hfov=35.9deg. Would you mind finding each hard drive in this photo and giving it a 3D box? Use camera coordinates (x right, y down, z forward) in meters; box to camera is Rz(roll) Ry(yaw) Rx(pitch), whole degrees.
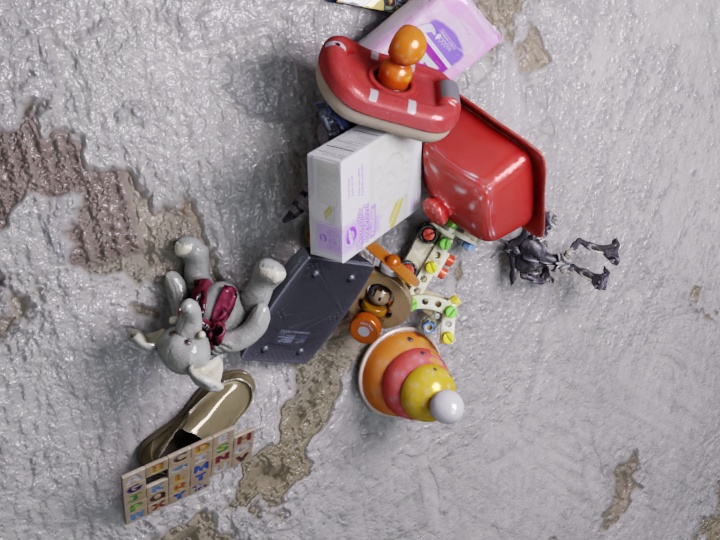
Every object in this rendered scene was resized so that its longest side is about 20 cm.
[{"bbox_3d":[-0.081,0.049,1.562,0.134,0.042,0.200,7,129,-41],"label":"hard drive"}]

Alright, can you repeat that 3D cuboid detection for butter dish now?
[{"bbox_3d":[0.150,-0.120,1.558,0.148,0.200,0.200,-38,149,-18],"label":"butter dish"}]

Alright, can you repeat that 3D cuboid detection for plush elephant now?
[{"bbox_3d":[-0.214,0.072,1.477,0.164,0.155,0.201,22,116,13],"label":"plush elephant"}]

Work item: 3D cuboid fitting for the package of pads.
[{"bbox_3d":[0.084,-0.310,1.546,0.200,0.076,0.121,-38,120,11],"label":"package of pads"}]

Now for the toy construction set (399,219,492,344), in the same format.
[{"bbox_3d":[0.126,-0.001,1.678,0.131,0.092,0.201,29,82,-6],"label":"toy construction set"}]

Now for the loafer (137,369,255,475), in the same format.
[{"bbox_3d":[-0.224,0.224,1.576,0.200,0.067,0.076,-43,120,-9],"label":"loafer"}]

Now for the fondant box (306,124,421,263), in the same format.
[{"bbox_3d":[0.009,-0.118,1.486,0.200,0.058,0.145,-36,134,-46],"label":"fondant box"}]

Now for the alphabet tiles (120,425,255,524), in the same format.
[{"bbox_3d":[-0.240,0.282,1.559,0.199,0.008,0.168,-22,152,-22],"label":"alphabet tiles"}]

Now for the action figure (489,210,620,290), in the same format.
[{"bbox_3d":[0.302,-0.026,1.762,0.198,0.102,0.120,12,109,-3],"label":"action figure"}]

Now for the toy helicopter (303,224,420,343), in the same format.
[{"bbox_3d":[0.000,0.000,1.607,0.132,0.079,0.200,-35,105,33],"label":"toy helicopter"}]

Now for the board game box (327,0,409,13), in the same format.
[{"bbox_3d":[0.058,-0.427,1.554,0.199,0.035,0.137,4,103,-28],"label":"board game box"}]

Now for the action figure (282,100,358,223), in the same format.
[{"bbox_3d":[-0.047,-0.158,1.527,0.200,0.104,0.195,44,57,-54],"label":"action figure"}]

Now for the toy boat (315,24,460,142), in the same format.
[{"bbox_3d":[0.045,-0.259,1.436,0.198,0.131,0.131,14,130,-12],"label":"toy boat"}]

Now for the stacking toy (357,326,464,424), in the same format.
[{"bbox_3d":[0.098,0.179,1.652,0.145,0.200,0.147,-8,108,-25],"label":"stacking toy"}]
